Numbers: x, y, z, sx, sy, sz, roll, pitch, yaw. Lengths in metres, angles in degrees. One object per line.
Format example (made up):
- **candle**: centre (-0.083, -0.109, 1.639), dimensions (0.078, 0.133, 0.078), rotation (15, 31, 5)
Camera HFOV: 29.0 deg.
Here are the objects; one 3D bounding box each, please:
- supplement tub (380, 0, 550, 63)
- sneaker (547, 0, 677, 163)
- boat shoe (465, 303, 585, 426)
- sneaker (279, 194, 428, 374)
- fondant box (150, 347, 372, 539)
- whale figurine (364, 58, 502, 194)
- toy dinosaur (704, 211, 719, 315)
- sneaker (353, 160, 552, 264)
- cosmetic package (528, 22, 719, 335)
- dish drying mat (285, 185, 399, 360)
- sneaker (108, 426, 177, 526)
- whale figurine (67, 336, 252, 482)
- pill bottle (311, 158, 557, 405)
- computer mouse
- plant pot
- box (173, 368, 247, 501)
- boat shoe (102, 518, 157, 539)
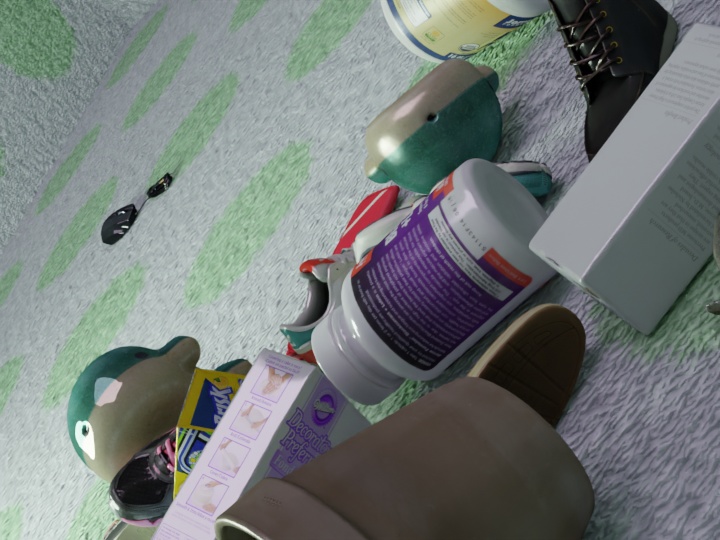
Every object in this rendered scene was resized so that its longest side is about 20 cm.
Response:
- **supplement tub**: centre (0.126, -0.310, 1.421), dimensions (0.199, 0.144, 0.145), rotation (-24, 35, 53)
- **sneaker**: centre (0.187, -0.164, 1.108), dimensions (0.075, 0.106, 0.201), rotation (-34, 28, 41)
- **boat shoe**: centre (0.079, 0.105, 0.963), dimensions (0.201, 0.071, 0.064), rotation (-55, 21, 1)
- **sneaker**: centre (0.000, 0.000, 1.273), dimensions (0.201, 0.093, 0.070), rotation (-59, 21, -14)
- **fondant box**: centre (-0.068, 0.182, 1.046), dimensions (0.058, 0.144, 0.201), rotation (15, 67, 38)
- **whale figurine**: centre (0.078, -0.127, 1.336), dimensions (0.159, 0.104, 0.200), rotation (-39, -2, 2)
- **toy dinosaur**: centre (0.240, -0.024, 0.813), dimensions (0.102, 0.077, 0.201), rotation (-33, 30, 28)
- **sneaker**: centre (0.085, -0.029, 1.192), dimensions (0.199, 0.077, 0.080), rotation (-32, 64, 28)
- **cosmetic package**: centre (0.213, -0.065, 0.946), dimensions (0.201, 0.074, 0.102), rotation (-54, 20, 5)
- **dish drying mat**: centre (-0.019, 0.002, 1.419), dimensions (0.077, 0.018, 0.201), rotation (-16, 42, 57)
- **sneaker**: centre (-0.137, 0.147, 1.228), dimensions (0.199, 0.096, 0.079), rotation (-31, 58, -18)
- **whale figurine**: centre (-0.194, 0.125, 1.340), dimensions (0.103, 0.199, 0.160), rotation (33, 118, 31)
- **pill bottle**: centre (0.055, 0.016, 1.101), dimensions (0.200, 0.111, 0.112), rotation (-43, 22, 25)
- **computer mouse**: centre (-0.388, -0.110, 2.385), dimensions (0.200, 0.034, 0.059), rotation (-40, 23, 31)
- **plant pot**: centre (0.040, 0.162, 0.825), dimensions (0.173, 0.201, 0.200), rotation (-44, 16, -21)
- **box**: centre (-0.117, 0.179, 1.146), dimensions (0.070, 0.064, 0.201), rotation (-78, -3, -50)
- **boat shoe**: centre (-0.178, 0.231, 1.318), dimensions (0.201, 0.074, 0.063), rotation (-42, 15, 17)
